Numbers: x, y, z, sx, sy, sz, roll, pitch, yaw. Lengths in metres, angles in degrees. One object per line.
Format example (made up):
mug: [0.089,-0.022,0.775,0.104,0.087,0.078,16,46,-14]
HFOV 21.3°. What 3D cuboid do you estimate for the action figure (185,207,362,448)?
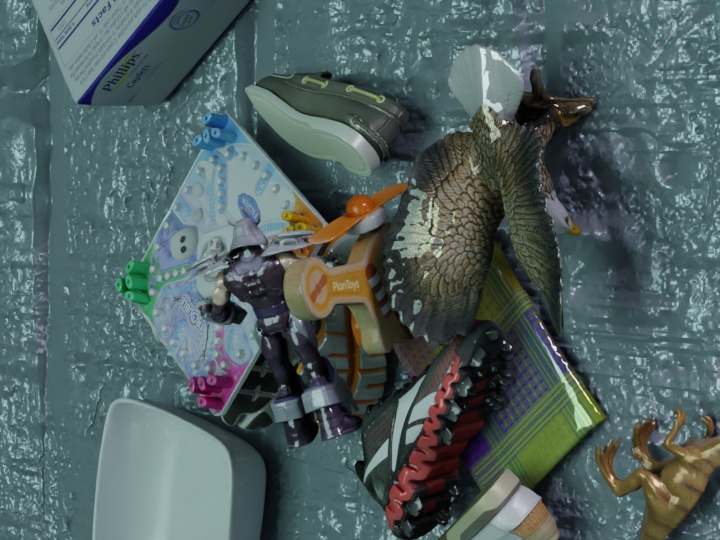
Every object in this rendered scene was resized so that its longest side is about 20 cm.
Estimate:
action figure: [-0.065,0.043,1.550,0.130,0.069,0.201,-14,100,30]

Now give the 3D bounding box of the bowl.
bowl: [-0.162,0.225,1.774,0.200,0.075,0.200,17,104,43]

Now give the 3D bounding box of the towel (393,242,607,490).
towel: [0.104,0.078,1.529,0.144,0.023,0.200,-50,59,34]

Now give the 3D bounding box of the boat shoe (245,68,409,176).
boat shoe: [-0.030,-0.135,1.628,0.060,0.072,0.202,-47,35,-11]

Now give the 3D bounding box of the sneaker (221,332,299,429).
sneaker: [-0.074,0.046,1.691,0.083,0.080,0.201,43,117,56]

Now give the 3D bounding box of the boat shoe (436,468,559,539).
boat shoe: [0.089,0.233,1.512,0.068,0.075,0.200,41,143,5]

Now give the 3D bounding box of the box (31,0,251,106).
box: [-0.213,-0.285,1.777,0.184,0.105,0.200,-43,62,38]

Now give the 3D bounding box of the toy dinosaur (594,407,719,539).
toy dinosaur: [0.220,0.166,1.387,0.106,0.060,0.200,45,122,33]

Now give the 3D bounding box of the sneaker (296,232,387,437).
sneaker: [-0.016,0.050,1.624,0.077,0.078,0.201,-114,33,-63]

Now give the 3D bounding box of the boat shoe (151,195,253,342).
boat shoe: [-0.134,-0.015,1.740,0.200,0.072,0.069,-57,40,35]

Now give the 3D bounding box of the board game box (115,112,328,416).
board game box: [-0.127,-0.010,1.666,0.200,0.026,0.200,48,115,43]

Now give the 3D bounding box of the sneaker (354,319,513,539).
sneaker: [0.051,0.113,1.518,0.098,0.071,0.201,41,122,33]

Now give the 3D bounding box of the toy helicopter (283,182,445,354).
toy helicopter: [0.000,0.000,1.474,0.079,0.200,0.133,-6,90,29]

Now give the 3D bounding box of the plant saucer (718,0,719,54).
plant saucer: [0.283,-0.189,1.263,0.200,0.036,0.201,-178,90,-84]

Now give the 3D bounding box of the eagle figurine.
eagle figurine: [0.108,-0.052,1.429,0.151,0.200,0.152,22,152,4]
